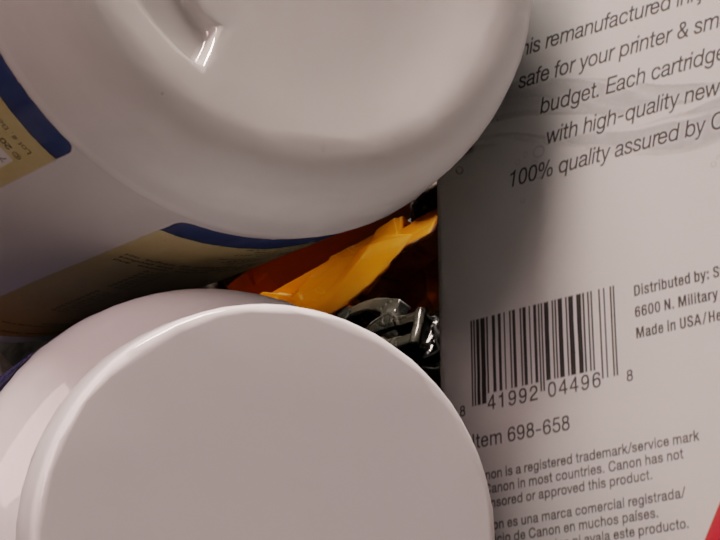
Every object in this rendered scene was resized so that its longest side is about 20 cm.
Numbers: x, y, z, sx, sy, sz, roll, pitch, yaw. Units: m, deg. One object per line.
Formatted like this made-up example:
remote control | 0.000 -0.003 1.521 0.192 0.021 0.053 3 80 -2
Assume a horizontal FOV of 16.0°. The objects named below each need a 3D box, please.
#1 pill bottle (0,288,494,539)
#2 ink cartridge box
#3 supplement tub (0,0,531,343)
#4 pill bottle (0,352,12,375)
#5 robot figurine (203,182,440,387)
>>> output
pill bottle | -0.042 0.065 0.594 0.116 0.116 0.200 -60 8 -14
ink cartridge box | 0.096 -0.018 0.595 0.144 0.084 0.200 -14 70 40
supplement tub | -0.069 -0.061 0.625 0.200 0.144 0.145 -19 44 54
pill bottle | -0.206 0.095 0.853 0.200 0.111 0.111 -44 35 7
robot figurine | 0.000 0.000 0.761 0.200 0.058 0.145 -29 40 29
